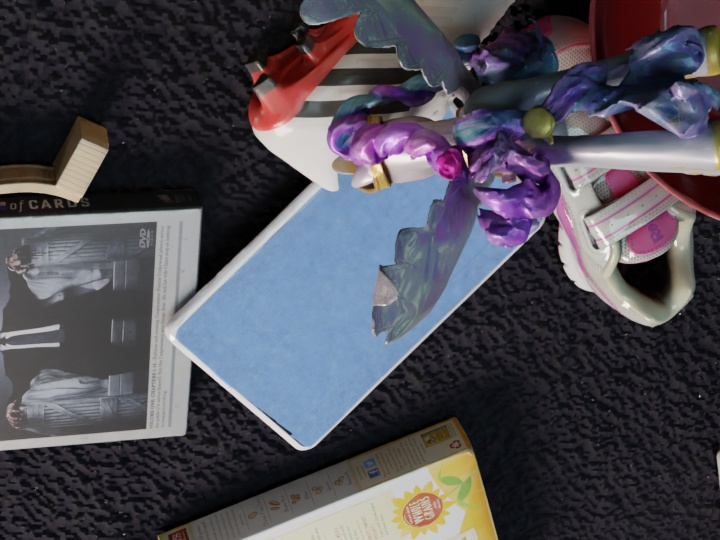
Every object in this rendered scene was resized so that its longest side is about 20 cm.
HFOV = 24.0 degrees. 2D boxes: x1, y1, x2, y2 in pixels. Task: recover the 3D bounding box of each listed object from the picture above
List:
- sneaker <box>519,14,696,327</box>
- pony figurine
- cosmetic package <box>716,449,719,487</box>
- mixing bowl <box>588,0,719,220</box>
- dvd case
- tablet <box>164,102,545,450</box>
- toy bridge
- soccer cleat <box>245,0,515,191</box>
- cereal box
[{"bbox_3d":[0.136,-0.050,0.913,0.081,0.088,0.201,-36,126,-4],"label":"sneaker"},{"bbox_3d":[0.061,-0.060,0.748,0.198,0.193,0.169,-6,90,15],"label":"pony figurine"},{"bbox_3d":[0.347,0.208,1.089,0.163,0.200,0.166,-19,126,-6],"label":"cosmetic package"},{"bbox_3d":[0.210,-0.125,0.862,0.198,0.108,0.202,0,99,2],"label":"mixing bowl"},{"bbox_3d":[-0.187,0.030,0.903,0.198,0.025,0.152,-4,123,-18],"label":"dvd case"},{"bbox_3d":[0.000,0.000,0.940,0.200,0.014,0.130,-44,126,3],"label":"tablet"},{"bbox_3d":[-0.224,-0.074,0.820,0.199,0.027,0.068,21,115,-28],"label":"toy bridge"},{"bbox_3d":[0.033,-0.117,0.853,0.199,0.069,0.085,-35,120,11],"label":"soccer cleat"},{"bbox_3d":[-0.012,0.187,1.055,0.198,0.040,0.145,-20,126,-5],"label":"cereal box"}]
